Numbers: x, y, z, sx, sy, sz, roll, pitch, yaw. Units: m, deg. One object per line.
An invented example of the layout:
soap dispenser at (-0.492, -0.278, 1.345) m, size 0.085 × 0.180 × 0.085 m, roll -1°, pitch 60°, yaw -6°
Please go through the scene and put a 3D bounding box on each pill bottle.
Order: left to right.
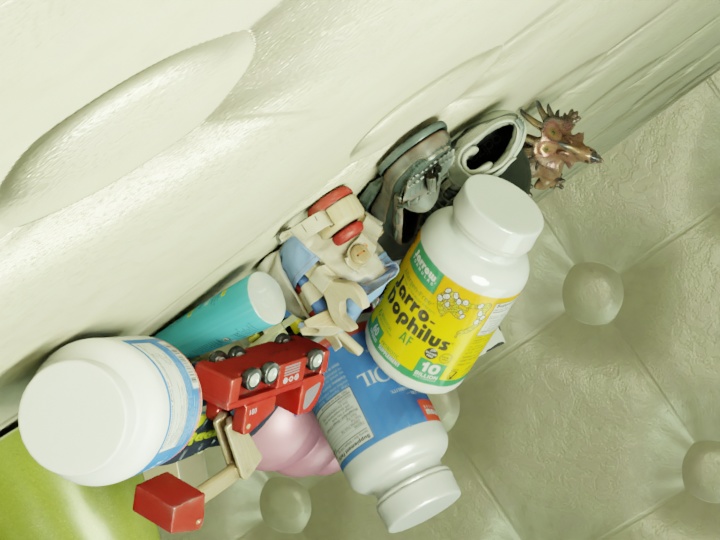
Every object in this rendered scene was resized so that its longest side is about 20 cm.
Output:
pill bottle at (-0.196, 0.108, 1.118) m, size 0.112 × 0.113 × 0.200 m, roll -35°, pitch 175°, yaw 5°
pill bottle at (0.020, 0.154, 1.446) m, size 0.111 × 0.201 × 0.112 m, roll -25°, pitch 161°, yaw -9°
pill bottle at (0.091, 0.012, 1.359) m, size 0.112 × 0.113 × 0.201 m, roll -28°, pitch 154°, yaw -51°

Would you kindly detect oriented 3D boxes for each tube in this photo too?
tube at (-0.157, 0.061, 1.336) m, size 0.199 × 0.051 × 0.077 m, roll -27°, pitch 174°, yaw 32°

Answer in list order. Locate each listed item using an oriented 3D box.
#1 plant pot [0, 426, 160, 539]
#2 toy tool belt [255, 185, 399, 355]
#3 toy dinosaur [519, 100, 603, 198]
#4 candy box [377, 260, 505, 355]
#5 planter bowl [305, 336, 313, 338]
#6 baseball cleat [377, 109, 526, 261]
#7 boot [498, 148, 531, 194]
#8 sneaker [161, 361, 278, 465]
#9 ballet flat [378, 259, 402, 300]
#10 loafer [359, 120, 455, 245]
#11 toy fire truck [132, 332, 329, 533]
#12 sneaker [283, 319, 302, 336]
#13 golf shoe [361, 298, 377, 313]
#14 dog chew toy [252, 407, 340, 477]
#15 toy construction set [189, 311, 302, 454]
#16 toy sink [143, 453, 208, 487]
plant pot at (-0.268, 0.242, 1.358) m, size 0.186 × 0.201 × 0.187 m, roll -32°, pitch 175°, yaw -3°
toy tool belt at (-0.013, 0.008, 1.320) m, size 0.124 × 0.124 × 0.200 m, roll -33°, pitch 175°, yaw -21°
toy dinosaur at (0.176, -0.128, 1.596) m, size 0.198 × 0.087 × 0.135 m, roll -18°, pitch 171°, yaw 24°
candy box at (0.052, 0.045, 1.666) m, size 0.198 × 0.170 × 0.071 m, roll -24°, pitch -167°, yaw -25°
planter bowl at (-0.098, 0.124, 1.757) m, size 0.199 × 0.136 × 0.200 m, roll -33°, pitch -178°, yaw 1°
baseball cleat at (0.079, -0.084, 1.393) m, size 0.200 × 0.070 × 0.106 m, roll -46°, pitch -179°, yaw 10°
boot at (0.105, -0.038, 1.556) m, size 0.174 × 0.069 × 0.202 m, roll -31°, pitch -138°, yaw 60°
sneaker at (-0.146, 0.121, 1.346) m, size 0.199 × 0.082 × 0.074 m, roll -2°, pitch 129°, yaw -57°
ballet flat at (0.065, -0.049, 1.482) m, size 0.068 × 0.066 × 0.202 m, roll -123°, pitch -130°, yaw -82°
loafer at (0.052, -0.077, 1.301) m, size 0.071 × 0.063 × 0.200 m, roll -31°, pitch 175°, yaw -17°
toy fire truck at (-0.110, 0.141, 1.276) m, size 0.199 × 0.048 × 0.143 m, roll -13°, pitch 119°, yaw -53°
sneaker at (-0.136, 0.081, 1.596) m, size 0.199 × 0.070 × 0.078 m, roll -32°, pitch 161°, yaw -30°
golf shoe at (0.000, 0.000, 1.544) m, size 0.199 × 0.092 × 0.075 m, roll -32°, pitch 174°, yaw -45°
dog chew toy at (-0.073, 0.171, 1.577) m, size 0.124 × 0.125 × 0.200 m, roll -35°, pitch 143°, yaw 15°
toy construction set at (-0.142, 0.093, 1.456) m, size 0.201 × 0.092 × 0.131 m, roll -51°, pitch 180°, yaw 0°
toy sink at (-0.250, 0.217, 1.640) m, size 0.129 × 0.113 × 0.200 m, roll -12°, pitch 174°, yaw 5°
